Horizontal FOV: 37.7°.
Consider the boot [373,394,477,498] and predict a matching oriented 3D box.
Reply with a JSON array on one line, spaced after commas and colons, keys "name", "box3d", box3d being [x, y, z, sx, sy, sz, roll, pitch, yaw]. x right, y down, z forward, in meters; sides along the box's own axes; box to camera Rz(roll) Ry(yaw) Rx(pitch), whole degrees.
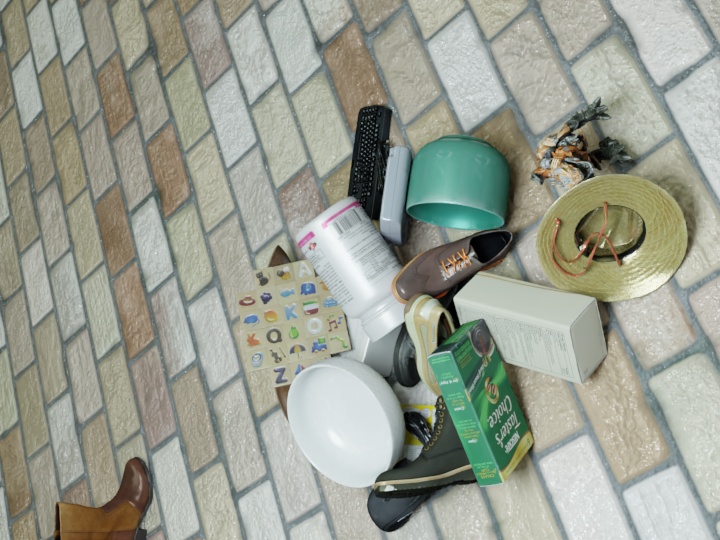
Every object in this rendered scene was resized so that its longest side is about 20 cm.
[{"name": "boot", "box3d": [0.103, 0.246, 1.525, 0.078, 0.198, 0.140, 127, 133, -64]}]

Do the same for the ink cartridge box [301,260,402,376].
[{"name": "ink cartridge box", "box3d": [-0.028, 0.078, 1.741, 0.199, 0.084, 0.147, 16, 91, 41]}]

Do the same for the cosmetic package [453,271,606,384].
[{"name": "cosmetic package", "box3d": [0.236, 0.078, 1.483, 0.199, 0.073, 0.104, 14, 134, 41]}]

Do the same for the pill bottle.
[{"name": "pill bottle", "box3d": [0.000, 0.000, 1.591, 0.113, 0.113, 0.201, -35, 88, 30]}]

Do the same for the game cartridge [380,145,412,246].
[{"name": "game cartridge", "box3d": [0.058, -0.108, 1.649, 0.041, 0.200, 0.135, 3, 84, 5]}]

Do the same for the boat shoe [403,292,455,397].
[{"name": "boat shoe", "box3d": [0.123, 0.124, 1.535, 0.076, 0.201, 0.072, 21, 58, 43]}]

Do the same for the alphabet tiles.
[{"name": "alphabet tiles", "box3d": [-0.107, 0.081, 1.672, 0.165, 0.006, 0.202, -13, 67, 0]}]

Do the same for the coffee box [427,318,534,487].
[{"name": "coffee box", "box3d": [0.170, 0.181, 1.462, 0.044, 0.123, 0.202, -17, 100, 35]}]

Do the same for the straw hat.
[{"name": "straw hat", "box3d": [0.339, -0.059, 1.440, 0.201, 0.201, 0.085, -42, 13, 26]}]

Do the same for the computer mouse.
[{"name": "computer mouse", "box3d": [0.050, 0.308, 1.612, 0.200, 0.046, 0.141, -45, 67, 35]}]

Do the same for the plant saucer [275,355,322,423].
[{"name": "plant saucer", "box3d": [-0.058, 0.215, 1.719, 0.199, 0.037, 0.202, 24, 129, 33]}]

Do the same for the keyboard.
[{"name": "keyboard", "box3d": [0.013, -0.187, 1.795, 0.103, 0.039, 0.202, 0, 81, 42]}]

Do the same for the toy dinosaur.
[{"name": "toy dinosaur", "box3d": [0.290, -0.170, 1.474, 0.135, 0.102, 0.201, -30, 39, 4]}]

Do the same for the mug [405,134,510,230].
[{"name": "mug", "box3d": [0.138, -0.135, 1.596, 0.184, 0.151, 0.116, 1, 77, 40]}]

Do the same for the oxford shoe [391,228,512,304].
[{"name": "oxford shoe", "box3d": [0.134, -0.014, 1.545, 0.072, 0.199, 0.073, 59, 161, 7]}]

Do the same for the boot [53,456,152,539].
[{"name": "boot", "box3d": [-0.494, 0.445, 1.991, 0.068, 0.199, 0.191, 2, 82, 41]}]

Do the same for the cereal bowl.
[{"name": "cereal bowl", "box3d": [-0.011, 0.218, 1.587, 0.199, 0.083, 0.202, 15, 117, 31]}]

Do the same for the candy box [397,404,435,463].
[{"name": "candy box", "box3d": [0.087, 0.259, 1.634, 0.199, 0.026, 0.103, -4, 82, 41]}]

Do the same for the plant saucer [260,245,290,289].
[{"name": "plant saucer", "box3d": [-0.151, 0.059, 1.808, 0.036, 0.200, 0.203, 15, 91, 1]}]

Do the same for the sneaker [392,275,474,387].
[{"name": "sneaker", "box3d": [0.116, 0.085, 1.626, 0.104, 0.060, 0.202, 4, 80, 47]}]
